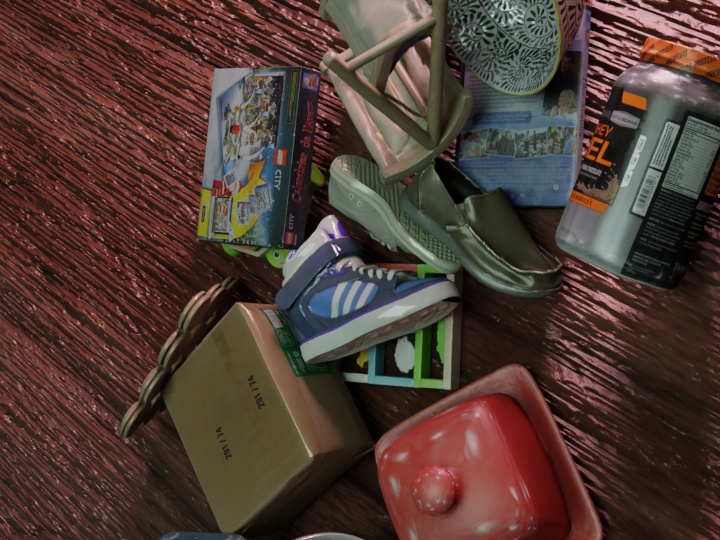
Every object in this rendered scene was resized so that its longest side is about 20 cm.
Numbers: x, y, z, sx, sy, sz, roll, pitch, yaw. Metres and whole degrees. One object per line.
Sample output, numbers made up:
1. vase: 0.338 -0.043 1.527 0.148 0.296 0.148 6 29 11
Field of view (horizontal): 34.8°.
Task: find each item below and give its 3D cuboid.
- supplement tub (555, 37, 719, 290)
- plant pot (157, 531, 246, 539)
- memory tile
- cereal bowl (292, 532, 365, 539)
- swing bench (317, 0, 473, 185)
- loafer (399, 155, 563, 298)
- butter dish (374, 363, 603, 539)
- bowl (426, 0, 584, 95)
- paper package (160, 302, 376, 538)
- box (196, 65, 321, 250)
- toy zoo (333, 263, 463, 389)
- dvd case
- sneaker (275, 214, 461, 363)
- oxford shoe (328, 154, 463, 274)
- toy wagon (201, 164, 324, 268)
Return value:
1. supplement tub: 0.262 -0.095 1.023 0.122 0.122 0.202 27 101 35
2. plant pot: -0.175 0.394 1.224 0.194 0.196 0.202 -6 103 35
3. memory tile: -0.212 0.098 1.346 0.017 0.153 0.201 33 106 6
4. cereal bowl: -0.040 0.368 1.160 0.083 0.197 0.203 142 122 -71
5. swing bench: 0.017 -0.235 1.166 0.129 0.201 0.200 -28 53 1
6. loafer: 0.122 -0.045 1.138 0.199 0.075 0.070 37 124 25
7. butter dish: 0.095 0.209 1.093 0.198 0.147 0.202 -32 67 21
8. bowl: 0.151 -0.278 1.095 0.201 0.094 0.202 47 157 27
9. paper package: -0.106 0.163 1.274 0.191 0.103 0.201 -45 62 33
10. box: -0.117 -0.128 1.309 0.135 0.038 0.203 6 90 36
11. toy zoo: 0.021 0.058 1.251 0.198 0.020 0.133 1 87 36
12. dvd case: 0.162 -0.164 1.167 0.141 0.017 0.203 3 89 37
13. sneaker: 0.000 0.000 1.194 0.199 0.080 0.148 -24 72 31
14. oxford shoe: 0.037 -0.052 1.222 0.200 0.075 0.058 39 127 31
15. toy wagon: -0.110 -0.079 1.348 0.155 0.039 0.202 -37 66 29
